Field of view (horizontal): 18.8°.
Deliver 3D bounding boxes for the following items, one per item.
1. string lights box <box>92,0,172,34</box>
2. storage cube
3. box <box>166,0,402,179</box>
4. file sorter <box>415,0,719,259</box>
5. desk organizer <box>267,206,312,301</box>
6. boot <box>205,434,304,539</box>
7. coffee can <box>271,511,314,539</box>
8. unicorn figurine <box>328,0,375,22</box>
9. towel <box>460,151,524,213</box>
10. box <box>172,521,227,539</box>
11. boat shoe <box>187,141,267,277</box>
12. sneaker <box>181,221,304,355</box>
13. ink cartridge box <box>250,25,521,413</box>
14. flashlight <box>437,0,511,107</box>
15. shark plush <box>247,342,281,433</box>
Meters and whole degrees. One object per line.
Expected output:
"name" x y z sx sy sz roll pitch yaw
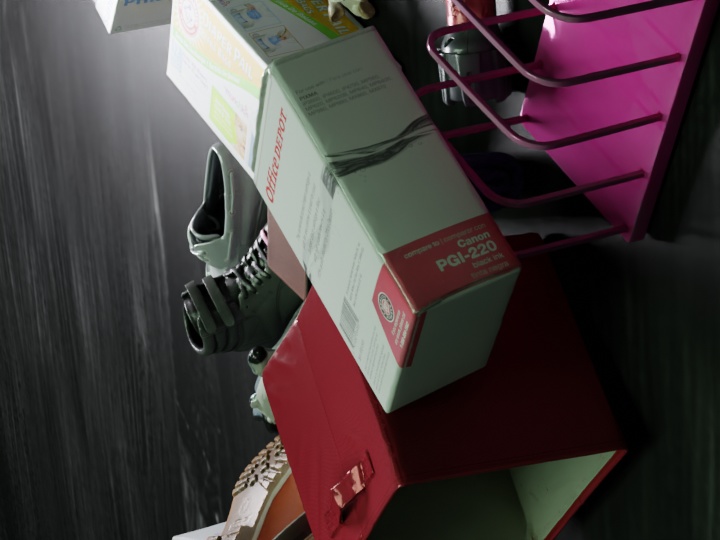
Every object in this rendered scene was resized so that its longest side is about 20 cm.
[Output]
"string lights box" -0.211 -0.310 1.937 0.200 0.103 0.059 62 149 26
"storage cube" 0.054 0.098 1.534 0.171 0.200 0.180 119 138 -53
"box" -0.065 -0.160 1.734 0.200 0.101 0.113 49 143 41
"file sorter" 0.117 -0.125 1.383 0.139 0.125 0.200 52 144 38
"desk organizer" 0.000 0.000 1.719 0.200 0.072 0.077 42 140 47
"boot" -0.060 0.219 1.872 0.107 0.200 0.075 38 153 -17
"coffee can" -0.005 0.294 1.712 0.200 0.146 0.146 47 146 9
"unicorn figurine" -0.034 -0.259 1.678 0.200 0.074 0.138 -51 57 35
"towel" 0.027 -0.058 1.596 0.200 0.111 0.049 0 95 62
"box" -0.077 0.328 1.970 0.152 0.106 0.201 -9 94 62
"boat shoe" -0.119 -0.040 1.923 0.072 0.068 0.200 59 148 30
"sneaker" -0.096 0.011 1.872 0.071 0.099 0.200 62 148 29
"ink cartridge box" 0.011 -0.033 1.405 0.200 0.085 0.146 58 159 22
"flashlight" 0.071 -0.214 1.494 0.068 0.068 0.201 15 114 56
"shark plush" -0.048 0.092 1.873 0.200 0.091 0.083 104 -174 -59
